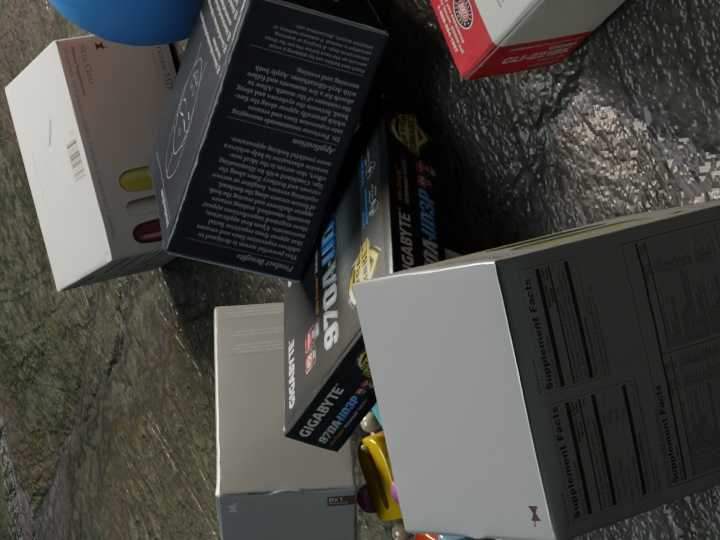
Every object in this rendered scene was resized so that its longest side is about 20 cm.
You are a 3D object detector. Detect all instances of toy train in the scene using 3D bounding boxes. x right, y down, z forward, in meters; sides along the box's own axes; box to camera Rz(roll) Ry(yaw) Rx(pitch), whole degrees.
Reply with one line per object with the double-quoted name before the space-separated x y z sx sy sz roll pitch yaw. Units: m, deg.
"toy train" 0.054 0.138 1.289 0.150 0.055 0.202 24 125 53

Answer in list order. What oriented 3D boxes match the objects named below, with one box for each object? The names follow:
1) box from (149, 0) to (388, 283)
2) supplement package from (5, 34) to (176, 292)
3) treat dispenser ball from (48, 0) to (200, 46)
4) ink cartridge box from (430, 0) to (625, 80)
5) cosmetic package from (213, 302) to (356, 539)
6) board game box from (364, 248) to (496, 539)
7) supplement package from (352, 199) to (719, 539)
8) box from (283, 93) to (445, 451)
"box" -0.072 -0.119 1.306 0.149 0.106 0.201 -111 39 -60
"supplement package" -0.230 -0.101 1.659 0.155 0.110 0.202 -22 83 60
"treat dispenser ball" -0.168 -0.276 1.400 0.200 0.199 0.203 29 126 51
"ink cartridge box" 0.111 -0.226 1.067 0.200 0.083 0.145 -43 63 57
"cosmetic package" -0.059 0.120 1.382 0.091 0.106 0.201 90 178 -46
"board game box" 0.064 0.076 1.322 0.199 0.026 0.202 24 122 54
"supplement package" 0.128 0.053 1.033 0.151 0.199 0.152 -9 94 59
"box" 0.000 0.000 1.263 0.159 0.046 0.201 -53 26 37
